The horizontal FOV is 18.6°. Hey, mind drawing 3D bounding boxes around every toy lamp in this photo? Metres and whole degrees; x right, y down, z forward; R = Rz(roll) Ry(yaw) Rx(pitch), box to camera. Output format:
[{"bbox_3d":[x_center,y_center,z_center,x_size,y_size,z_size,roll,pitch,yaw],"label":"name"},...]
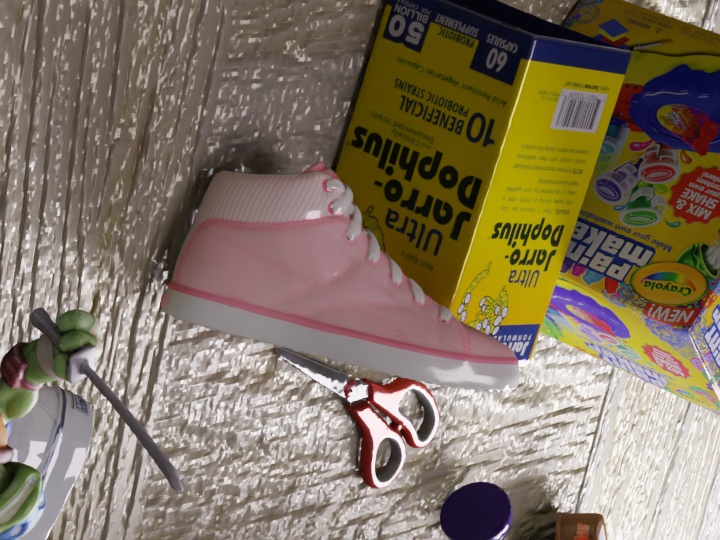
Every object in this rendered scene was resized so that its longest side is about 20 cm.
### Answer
[{"bbox_3d":[0.104,0.229,1.575,0.058,0.058,0.200,-49,141,-21],"label":"toy lamp"}]

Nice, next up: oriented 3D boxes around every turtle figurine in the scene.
[{"bbox_3d":[-0.187,0.054,0.961,0.144,0.200,0.194,-36,111,9],"label":"turtle figurine"}]

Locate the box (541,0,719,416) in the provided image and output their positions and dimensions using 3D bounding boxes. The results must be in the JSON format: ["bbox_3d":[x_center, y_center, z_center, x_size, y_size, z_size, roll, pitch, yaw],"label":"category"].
[{"bbox_3d":[0.189,-0.043,1.388,0.193,0.200,0.122,-55,145,-15],"label":"box"}]

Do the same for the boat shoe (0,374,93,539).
[{"bbox_3d":[-0.206,0.144,1.111,0.065,0.074,0.201,25,87,-28],"label":"boat shoe"}]

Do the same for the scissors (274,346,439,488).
[{"bbox_3d":[0.000,0.071,1.377,0.073,0.014,0.200,-51,143,-14],"label":"scissors"}]

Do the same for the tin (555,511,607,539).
[{"bbox_3d":[0.171,0.267,1.653,0.112,0.042,0.200,-78,163,-46],"label":"tin"}]

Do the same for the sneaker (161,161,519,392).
[{"bbox_3d":[0.000,0.000,1.196,0.075,0.199,0.105,148,-42,-86],"label":"sneaker"}]

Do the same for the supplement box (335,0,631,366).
[{"bbox_3d":[0.060,-0.054,1.289,0.109,0.109,0.201,0,110,-53],"label":"supplement box"}]
